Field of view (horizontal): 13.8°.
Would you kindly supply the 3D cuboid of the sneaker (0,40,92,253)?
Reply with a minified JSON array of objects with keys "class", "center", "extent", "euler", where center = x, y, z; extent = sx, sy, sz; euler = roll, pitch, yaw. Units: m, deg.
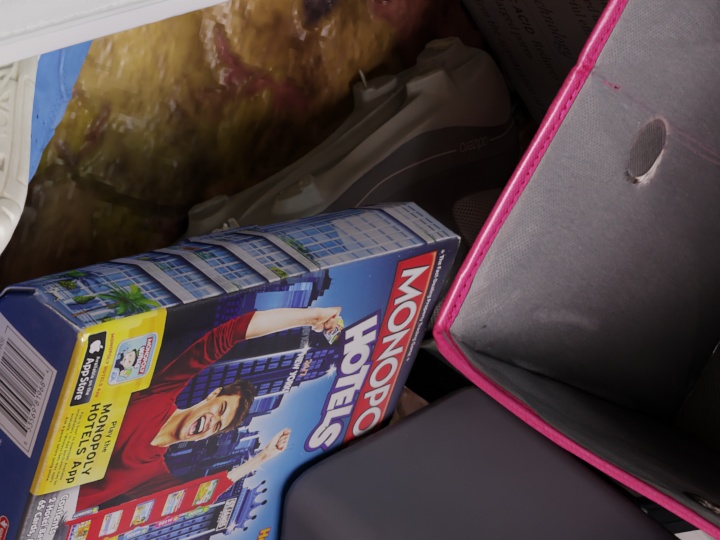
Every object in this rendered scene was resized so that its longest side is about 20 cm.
[{"class":"sneaker","center":[-0.126,-0.046,0.872],"extent":[0.077,0.111,0.200],"euler":[25,44,-15]}]

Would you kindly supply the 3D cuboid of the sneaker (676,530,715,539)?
[{"class":"sneaker","center":[0.133,0.128,1.134],"extent":[0.078,0.200,0.100],"euler":[4,104,-37]}]

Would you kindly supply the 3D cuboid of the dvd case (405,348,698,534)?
[{"class":"dvd case","center":[0.110,0.050,1.122],"extent":[0.200,0.143,0.018],"euler":[-3,120,-50]}]

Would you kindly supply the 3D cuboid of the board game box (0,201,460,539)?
[{"class":"board game box","center":[-0.051,0.062,0.929],"extent":[0.200,0.062,0.200],"euler":[-14,136,-43]}]

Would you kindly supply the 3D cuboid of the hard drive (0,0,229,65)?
[{"class":"hard drive","center":[-0.090,-0.130,0.858],"extent":[0.200,0.026,0.132],"euler":[-21,75,-46]}]

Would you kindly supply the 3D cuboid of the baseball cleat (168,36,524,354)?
[{"class":"baseball cleat","center":[0.000,0.000,1.020],"extent":[0.200,0.070,0.107],"euler":[-39,113,-36]}]

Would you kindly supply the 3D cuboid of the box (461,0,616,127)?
[{"class":"box","center":[0.145,-0.144,1.111],"extent":[0.199,0.131,0.200],"euler":[-57,138,-22]}]

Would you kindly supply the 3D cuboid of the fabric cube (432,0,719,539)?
[{"class":"fabric cube","center":[0.179,0.001,0.933],"extent":[0.200,0.196,0.199],"euler":[-60,150,3]}]

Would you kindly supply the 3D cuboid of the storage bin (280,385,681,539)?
[{"class":"storage bin","center":[0.048,0.136,0.944],"extent":[0.145,0.134,0.200],"euler":[-26,144,-30]}]
